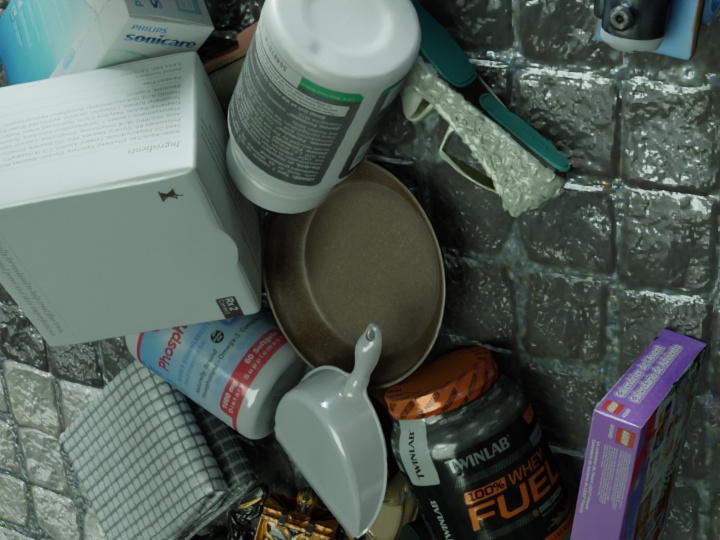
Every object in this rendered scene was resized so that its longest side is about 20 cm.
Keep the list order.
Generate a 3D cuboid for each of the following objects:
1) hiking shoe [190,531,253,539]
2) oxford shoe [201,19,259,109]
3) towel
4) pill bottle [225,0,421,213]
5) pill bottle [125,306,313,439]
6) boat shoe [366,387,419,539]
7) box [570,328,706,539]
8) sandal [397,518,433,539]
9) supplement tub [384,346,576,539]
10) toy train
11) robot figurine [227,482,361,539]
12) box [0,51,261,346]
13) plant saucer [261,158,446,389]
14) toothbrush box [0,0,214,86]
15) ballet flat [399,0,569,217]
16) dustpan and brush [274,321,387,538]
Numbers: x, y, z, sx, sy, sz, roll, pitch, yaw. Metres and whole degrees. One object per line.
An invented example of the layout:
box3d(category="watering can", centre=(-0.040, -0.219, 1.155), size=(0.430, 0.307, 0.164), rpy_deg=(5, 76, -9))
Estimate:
box3d(category="hiking shoe", centre=(-0.138, 0.371, 1.375), size=(0.101, 0.076, 0.200), rpy_deg=(0, 104, 45))
box3d(category="oxford shoe", centre=(-0.099, -0.154, 1.072), size=(0.200, 0.071, 0.074), rpy_deg=(-27, 101, 42))
box3d(category="towel", centre=(-0.203, 0.190, 1.289), size=(0.200, 0.086, 0.166), rpy_deg=(-44, 69, 40))
box3d(category="pill bottle", centre=(-0.037, -0.130, 0.952), size=(0.113, 0.113, 0.200), rpy_deg=(45, 149, 8))
box3d(category="pill bottle", centre=(-0.147, 0.062, 1.188), size=(0.200, 0.109, 0.109), rpy_deg=(32, 128, 18))
box3d(category="boat shoe", centre=(0.015, 0.173, 1.156), size=(0.074, 0.069, 0.200), rpy_deg=(17, 121, 28))
box3d(category="box", centre=(0.206, 0.161, 0.970), size=(0.039, 0.137, 0.200), rpy_deg=(20, 122, 26))
box3d(category="sandal", centre=(0.036, 0.286, 1.175), size=(0.075, 0.048, 0.201), rpy_deg=(60, 159, 28))
box3d(category="supplement tub", centre=(0.103, 0.173, 1.059), size=(0.122, 0.122, 0.200), rpy_deg=(-17, 103, 40))
box3d(category="toy train", centre=(0.190, -0.227, 0.797), size=(0.087, 0.114, 0.200), rpy_deg=(20, 123, 27))
box3d(category="robot figurine", centre=(-0.076, 0.310, 1.266), size=(0.145, 0.058, 0.200), rpy_deg=(17, 108, 6))
box3d(category="box", centre=(-0.200, -0.053, 1.057), size=(0.200, 0.131, 0.199), rpy_deg=(-10, 144, 7))
box3d(category="plant saucer", centre=(0.000, 0.000, 1.081), size=(0.200, 0.037, 0.201), rpy_deg=(11, 107, 39))
box3d(category="toothbrush box", centre=(-0.226, -0.207, 1.091), size=(0.200, 0.085, 0.147), rpy_deg=(-44, 59, 41))
box3d(category="ballet flat", centre=(0.071, -0.119, 0.961), size=(0.200, 0.072, 0.072), rpy_deg=(48, 131, 7))
box3d(category="dustpan and brush", centre=(-0.014, 0.117, 1.070), size=(0.140, 0.057, 0.200), rpy_deg=(48, 151, 30))
